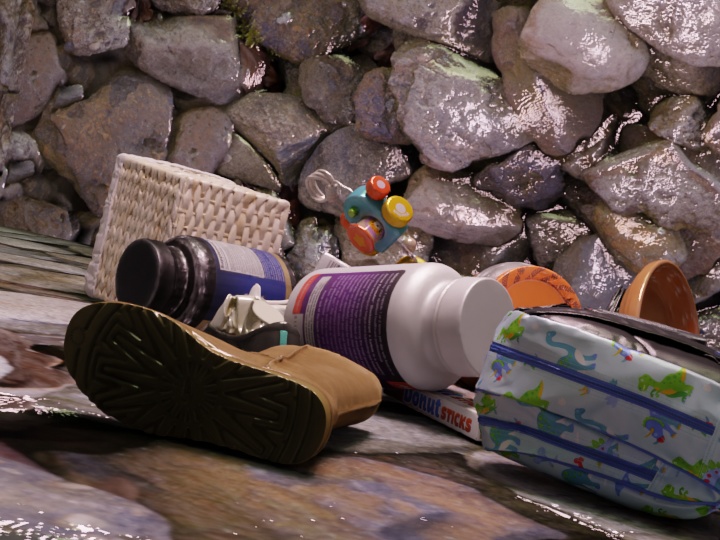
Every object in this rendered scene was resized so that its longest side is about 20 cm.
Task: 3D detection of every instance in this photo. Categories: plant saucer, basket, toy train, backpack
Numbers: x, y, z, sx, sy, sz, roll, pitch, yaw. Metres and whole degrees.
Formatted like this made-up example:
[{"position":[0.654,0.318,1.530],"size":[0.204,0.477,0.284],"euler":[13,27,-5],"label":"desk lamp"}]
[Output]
[{"position":[0.344,0.089,1.146],"size":[0.037,0.202,0.200],"euler":[-4,-10,37],"label":"plant saucer"},{"position":[-0.227,-0.031,1.311],"size":[0.160,0.201,0.197],"euler":[20,6,43],"label":"basket"},{"position":[0.000,0.000,0.996],"size":[0.149,0.201,0.056],"euler":[4,34,35],"label":"toy train"},{"position":[0.177,0.093,0.669],"size":[0.199,0.154,0.163],"euler":[34,7,10],"label":"backpack"}]

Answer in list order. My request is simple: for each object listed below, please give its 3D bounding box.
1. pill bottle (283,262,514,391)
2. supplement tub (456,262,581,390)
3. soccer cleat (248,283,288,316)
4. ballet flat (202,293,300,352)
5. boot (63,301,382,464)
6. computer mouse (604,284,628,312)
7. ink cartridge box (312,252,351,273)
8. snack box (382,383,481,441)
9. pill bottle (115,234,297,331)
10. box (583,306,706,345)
[{"position":[0.035,0.050,0.881],"size":[0.199,0.112,0.111],"euler":[-3,-10,44],"label":"pill bottle"},{"position":[0.138,0.062,0.984],"size":[0.122,0.123,0.200],"euler":[12,-14,-9],"label":"supplement tub"},{"position":[-0.036,0.067,1.101],"size":[0.199,0.078,0.069],"euler":[12,0,-11],"label":"soccer cleat"},{"position":[-0.098,0.060,0.902],"size":[0.068,0.069,0.200],"euler":[7,2,-28],"label":"ballet flat"},{"position":[-0.080,0.071,0.651],"size":[0.174,0.067,0.200],"euler":[24,3,7],"label":"boot"},{"position":[0.254,0.117,1.167],"size":[0.046,0.200,0.140],"euler":[38,44,7],"label":"computer mouse"},{"position":[0.010,0.052,1.192],"size":[0.162,0.057,0.200],"euler":[30,-7,0],"label":"ink cartridge box"},{"position":[0.090,0.122,0.881],"size":[0.071,0.025,0.200],"euler":[9,1,-21],"label":"snack box"},{"position":[-0.177,0.020,1.145],"size":[0.111,0.113,0.199],"euler":[12,1,43],"label":"pill bottle"},{"position":[0.257,0.106,0.962],"size":[0.105,0.123,0.200],"euler":[15,1,11],"label":"box"}]
